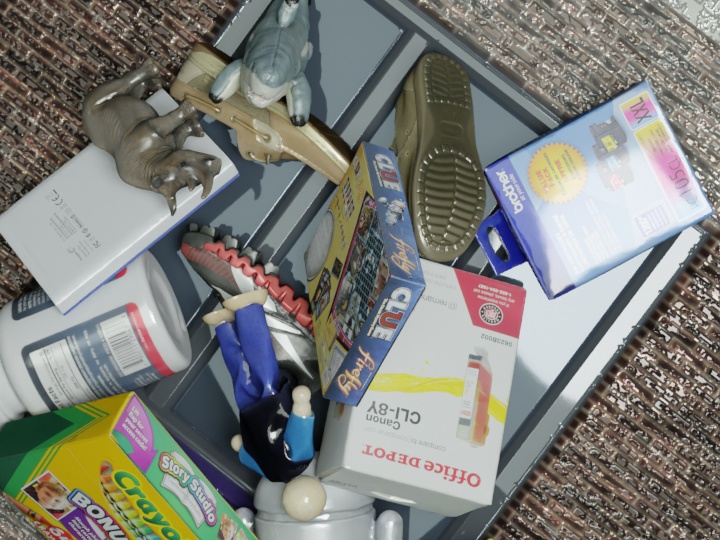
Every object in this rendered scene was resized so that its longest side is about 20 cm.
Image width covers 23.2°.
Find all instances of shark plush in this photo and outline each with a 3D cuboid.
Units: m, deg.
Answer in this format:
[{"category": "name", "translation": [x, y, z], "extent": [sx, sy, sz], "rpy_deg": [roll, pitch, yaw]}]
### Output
[{"category": "shark plush", "translation": [-0.059, -0.215, 1.568], "extent": [0.090, 0.084, 0.201], "rpy_deg": [25, 54, 6]}]

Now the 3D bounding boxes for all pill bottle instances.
[{"category": "pill bottle", "translation": [-0.266, 0.069, 1.604], "extent": [0.198, 0.120, 0.121], "rpy_deg": [-22, 90, 5]}]

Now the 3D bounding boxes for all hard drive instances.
[{"category": "hard drive", "translation": [-0.222, -0.065, 1.588], "extent": [0.199, 0.025, 0.132], "rpy_deg": [-39, 53, -8]}]

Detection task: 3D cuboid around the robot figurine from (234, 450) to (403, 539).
[{"category": "robot figurine", "translation": [-0.039, 0.252, 1.596], "extent": [0.168, 0.113, 0.203], "rpy_deg": [-3, 92, 18]}]

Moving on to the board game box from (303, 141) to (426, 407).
[{"category": "board game box", "translation": [0.000, 0.000, 1.511], "extent": [0.034, 0.201, 0.136], "rpy_deg": [17, 123, -19]}]

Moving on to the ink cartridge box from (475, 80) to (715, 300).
[{"category": "ink cartridge box", "translation": [0.199, -0.064, 1.588], "extent": [0.199, 0.076, 0.137], "rpy_deg": [-28, 90, 6]}]

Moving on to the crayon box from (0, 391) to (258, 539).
[{"category": "crayon box", "translation": [-0.211, 0.208, 1.555], "extent": [0.171, 0.059, 0.201], "rpy_deg": [-14, 124, 38]}]

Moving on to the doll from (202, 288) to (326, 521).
[{"category": "doll", "translation": [-0.077, 0.121, 1.527], "extent": [0.048, 0.136, 0.202], "rpy_deg": [-12, 78, -36]}]

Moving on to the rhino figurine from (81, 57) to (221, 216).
[{"category": "rhino figurine", "translation": [-0.181, -0.113, 1.548], "extent": [0.087, 0.060, 0.200], "rpy_deg": [-35, 48, -10]}]

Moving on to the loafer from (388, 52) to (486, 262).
[{"category": "loafer", "translation": [0.066, -0.095, 1.574], "extent": [0.075, 0.067, 0.202], "rpy_deg": [15, 62, -22]}]

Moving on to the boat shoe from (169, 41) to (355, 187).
[{"category": "boat shoe", "translation": [-0.085, -0.130, 1.612], "extent": [0.199, 0.071, 0.065], "rpy_deg": [37, 99, 12]}]

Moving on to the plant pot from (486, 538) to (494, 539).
[{"category": "plant pot", "translation": [0.107, 0.364, 1.555], "extent": [0.200, 0.181, 0.199], "rpy_deg": [-41, 89, 4]}]

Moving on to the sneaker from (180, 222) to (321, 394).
[{"category": "sneaker", "translation": [-0.095, 0.041, 1.614], "extent": [0.200, 0.071, 0.098], "rpy_deg": [38, 92, 1]}]

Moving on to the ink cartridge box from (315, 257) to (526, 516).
[{"category": "ink cartridge box", "translation": [0.055, 0.101, 1.552], "extent": [0.144, 0.083, 0.202], "rpy_deg": [16, 73, -14]}]
